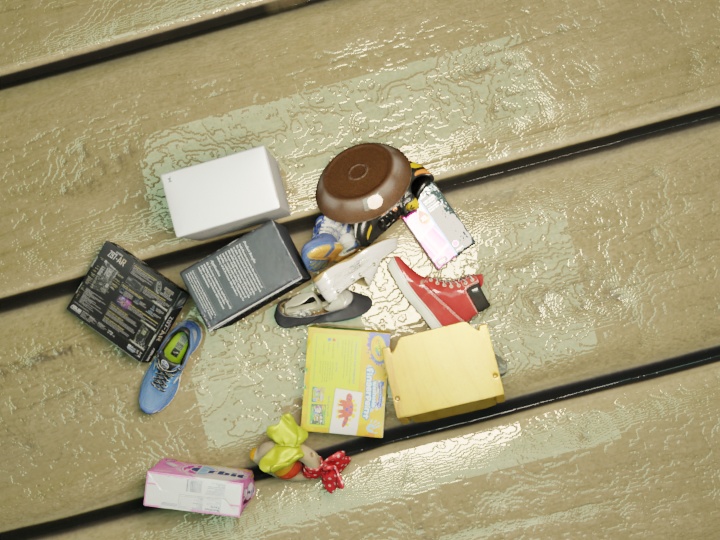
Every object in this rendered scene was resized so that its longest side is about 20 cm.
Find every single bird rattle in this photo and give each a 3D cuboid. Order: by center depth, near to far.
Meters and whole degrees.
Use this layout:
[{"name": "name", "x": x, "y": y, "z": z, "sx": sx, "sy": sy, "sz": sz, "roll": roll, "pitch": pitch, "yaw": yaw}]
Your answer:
[{"name": "bird rattle", "x": -0.122, "y": 0.364, "z": 1.531, "sx": 0.161, "sy": 0.199, "sz": 0.114, "roll": -20, "pitch": 50, "yaw": 36}]

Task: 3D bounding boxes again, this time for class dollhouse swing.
[{"name": "dollhouse swing", "x": 0.160, "y": 0.197, "z": 1.495, "sx": 0.197, "sy": 0.176, "sz": 0.185, "roll": -14, "pitch": 87, "yaw": 7}]

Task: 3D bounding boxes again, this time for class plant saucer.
[{"name": "plant saucer", "x": 0.000, "y": -0.180, "z": 1.518, "sx": 0.197, "sy": 0.037, "sz": 0.203, "roll": -12, "pitch": 52, "yaw": 15}]

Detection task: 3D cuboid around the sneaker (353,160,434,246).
[{"name": "sneaker", "x": 0.065, "y": -0.126, "z": 1.519, "sx": 0.089, "sy": 0.070, "sz": 0.201, "roll": 24, "pitch": 73, "yaw": 33}]

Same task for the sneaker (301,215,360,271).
[{"name": "sneaker", "x": -0.071, "y": -0.058, "z": 1.507, "sx": 0.075, "sy": 0.199, "sz": 0.089, "roll": -39, "pitch": 82, "yaw": 23}]

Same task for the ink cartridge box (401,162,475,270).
[{"name": "ink cartridge box", "x": 0.135, "y": -0.110, "z": 1.576, "sx": 0.094, "sy": 0.037, "sz": 0.201, "roll": -35, "pitch": 87, "yaw": 1}]

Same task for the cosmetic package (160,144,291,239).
[{"name": "cosmetic package", "x": -0.248, "y": -0.141, "z": 1.501, "sx": 0.196, "sy": 0.200, "sz": 0.125, "roll": -16, "pitch": 89, "yaw": 1}]

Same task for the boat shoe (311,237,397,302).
[{"name": "boat shoe", "x": 0.000, "y": 0.000, "z": 1.538, "sx": 0.198, "sy": 0.071, "sz": 0.070, "roll": -30, "pitch": 91, "yaw": -24}]

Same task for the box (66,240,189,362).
[{"name": "box", "x": -0.460, "y": 0.061, "z": 1.561, "sx": 0.198, "sy": 0.044, "sz": 0.162, "roll": 31, "pitch": 90, "yaw": 13}]

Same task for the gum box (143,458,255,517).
[{"name": "gum box", "x": -0.307, "y": 0.421, "z": 1.536, "sx": 0.196, "sy": 0.114, "sz": 0.067, "roll": 7, "pitch": 89, "yaw": 2}]

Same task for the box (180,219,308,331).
[{"name": "box", "x": -0.210, "y": 0.010, "z": 1.490, "sx": 0.194, "sy": 0.200, "sz": 0.125, "roll": -28, "pitch": 89, "yaw": 0}]

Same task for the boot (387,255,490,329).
[{"name": "boot", "x": 0.158, "y": 0.022, "z": 1.544, "sx": 0.144, "sy": 0.072, "sz": 0.200, "roll": -40, "pitch": 96, "yaw": 11}]

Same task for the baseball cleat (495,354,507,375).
[{"name": "baseball cleat", "x": 0.188, "y": 0.193, "z": 1.560, "sx": 0.197, "sy": 0.070, "sz": 0.107, "roll": 13, "pitch": 126, "yaw": -14}]

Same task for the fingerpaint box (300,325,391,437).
[{"name": "fingerpaint box", "x": -0.027, "y": 0.216, "z": 1.554, "sx": 0.164, "sy": 0.073, "sz": 0.204, "roll": 4, "pitch": 90, "yaw": 2}]

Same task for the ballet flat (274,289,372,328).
[{"name": "ballet flat", "x": -0.075, "y": 0.068, "z": 1.549, "sx": 0.196, "sy": 0.073, "sz": 0.074, "roll": -10, "pitch": 89, "yaw": -2}]

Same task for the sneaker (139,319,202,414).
[{"name": "sneaker", "x": -0.385, "y": 0.189, "z": 1.554, "sx": 0.078, "sy": 0.089, "sz": 0.202, "roll": 26, "pitch": 90, "yaw": 3}]
